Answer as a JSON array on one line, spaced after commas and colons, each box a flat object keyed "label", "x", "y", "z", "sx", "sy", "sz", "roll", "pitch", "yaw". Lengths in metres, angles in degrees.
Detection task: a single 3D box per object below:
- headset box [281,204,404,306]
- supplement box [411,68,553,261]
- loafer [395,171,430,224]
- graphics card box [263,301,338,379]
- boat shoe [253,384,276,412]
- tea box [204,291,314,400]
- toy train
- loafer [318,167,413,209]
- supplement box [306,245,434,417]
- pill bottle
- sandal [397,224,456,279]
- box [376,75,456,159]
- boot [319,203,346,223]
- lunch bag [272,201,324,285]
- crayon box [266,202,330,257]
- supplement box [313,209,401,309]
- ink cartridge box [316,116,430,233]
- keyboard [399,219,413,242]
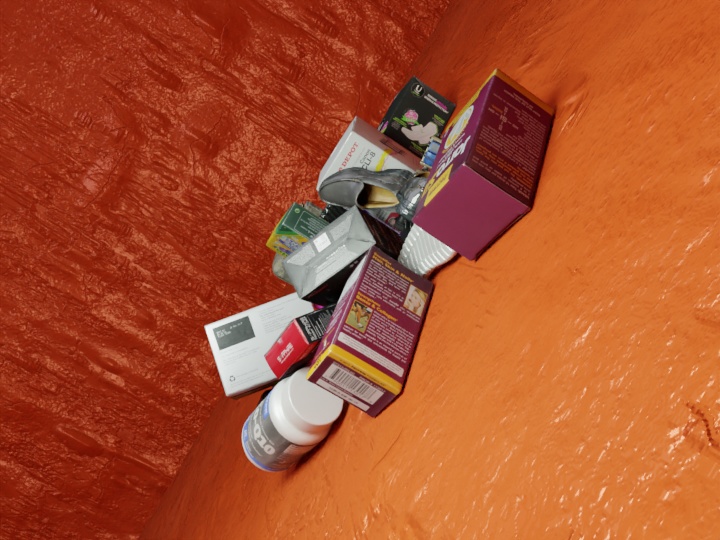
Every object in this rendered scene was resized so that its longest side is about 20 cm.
[{"label": "headset box", "x": -0.009, "y": -0.008, "z": 1.209, "sx": 0.148, "sy": 0.078, "sz": 0.200, "roll": -35, "pitch": -24, "yaw": 14}, {"label": "supplement box", "x": 0.160, "y": -0.137, "z": 0.982, "sx": 0.131, "sy": 0.102, "sz": 0.202, "roll": -46, "pitch": 16, "yaw": 49}, {"label": "loafer", "x": 0.103, "y": -0.127, "z": 1.246, "sx": 0.073, "sy": 0.072, "sz": 0.200, "roll": -59, "pitch": 7, "yaw": 15}, {"label": "graphics card box", "x": -0.042, "y": 0.094, "z": 1.197, "sx": 0.198, "sy": 0.051, "sz": 0.126, "roll": -21, "pitch": -20, "yaw": -40}, {"label": "boat shoe", "x": -0.130, "y": 0.236, "z": 1.409, "sx": 0.201, "sy": 0.092, "sz": 0.075, "roll": -57, "pitch": 9, "yaw": 19}, {"label": "tea box", "x": -0.172, "y": 0.144, "z": 1.425, "sx": 0.197, "sy": 0.136, "sz": 0.197, "roll": -19, "pitch": -9, "yaw": -8}, {"label": "toy train", "x": 0.111, "y": -0.166, "z": 1.448, "sx": 0.046, "sy": 0.034, "sz": 0.202, "roll": -48, "pitch": -18, "yaw": -71}, {"label": "loafer", "x": 0.004, "y": -0.149, "z": 1.420, "sx": 0.197, "sy": 0.074, "sz": 0.072, "roll": -4, "pitch": 29, "yaw": 27}, {"label": "supplement box", "x": 0.017, "y": 0.081, "z": 1.047, "sx": 0.086, "sy": 0.109, "sz": 0.201, "roll": -51, "pitch": 12, "yaw": 47}, {"label": "pill bottle", "x": -0.110, "y": 0.240, "z": 1.225, "sx": 0.200, "sy": 0.113, "sz": 0.115, "roll": -50, "pitch": 13, "yaw": 47}, {"label": "sandal", "x": 0.107, "y": -0.038, "z": 1.107, "sx": 0.049, "sy": 0.083, "sz": 0.203, "roll": -14, "pitch": -19, "yaw": -29}, {"label": "box", "x": 0.107, "y": -0.319, "z": 1.775, "sx": 0.202, "sy": 0.123, "sz": 0.148, "roll": -60, "pitch": 11, "yaw": -11}, {"label": "boot", "x": -0.031, "y": -0.050, "z": 1.570, "sx": 0.079, "sy": 0.156, "sz": 0.213, "roll": -47, "pitch": 15, "yaw": 50}, {"label": "lunch bag", "x": -0.075, "y": -0.042, "z": 1.683, "sx": 0.169, "sy": 0.198, "sz": 0.140, "roll": -59, "pitch": 11, "yaw": 22}, {"label": "crayon box", "x": -0.102, "y": -0.049, "z": 1.418, "sx": 0.052, "sy": 0.125, "sz": 0.200, "roll": -61, "pitch": 9, "yaw": -17}, {"label": "supplement box", "x": 0.000, "y": 0.000, "z": 1.423, "sx": 0.104, "sy": 0.100, "sz": 0.202, "roll": -50, "pitch": 14, "yaw": 44}, {"label": "ink cartridge box", "x": 0.030, "y": -0.189, "z": 1.546, "sx": 0.146, "sy": 0.198, "sz": 0.145, "roll": -55, "pitch": 10, "yaw": 20}, {"label": "keyboard", "x": 0.100, "y": -0.072, "z": 1.371, "sx": 0.105, "sy": 0.039, "sz": 0.202, "roll": 91, "pitch": -161, "yaw": -58}]
